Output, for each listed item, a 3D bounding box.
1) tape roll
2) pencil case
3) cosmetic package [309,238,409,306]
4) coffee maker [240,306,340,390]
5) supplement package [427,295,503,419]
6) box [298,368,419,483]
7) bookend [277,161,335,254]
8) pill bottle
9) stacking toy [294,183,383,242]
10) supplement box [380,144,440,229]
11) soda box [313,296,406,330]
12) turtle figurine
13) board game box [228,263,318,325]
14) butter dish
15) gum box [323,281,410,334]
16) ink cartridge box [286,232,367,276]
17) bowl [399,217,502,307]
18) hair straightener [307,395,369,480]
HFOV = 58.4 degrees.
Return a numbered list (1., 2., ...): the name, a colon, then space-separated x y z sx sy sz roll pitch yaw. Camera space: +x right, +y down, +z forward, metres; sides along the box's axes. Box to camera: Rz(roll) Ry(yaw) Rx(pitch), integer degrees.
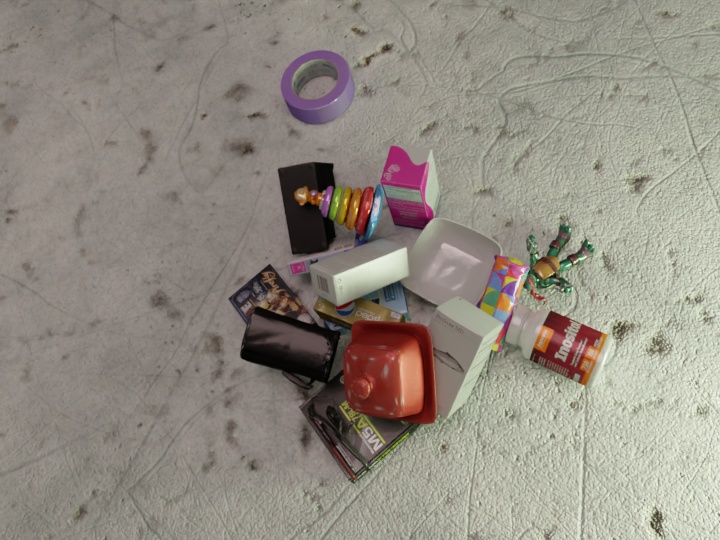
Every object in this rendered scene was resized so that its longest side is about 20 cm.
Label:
1. tape roll: -0.118 -0.506 1.776 0.196 0.066 0.204 -5 64 10
2. pencil case: 0.289 0.069 1.363 0.087 0.088 0.204 24 101 22
3. cosmetic package: 0.000 0.000 1.398 0.197 0.073 0.101 -22 25 -29
4. coffee maker: -0.148 0.151 1.380 0.196 0.193 0.137 15 59 2
5. supplement package: 0.186 0.175 1.312 0.116 0.117 0.203 30 115 24
6. box: -0.003 0.312 1.386 0.192 0.048 0.201 -37 63 -7
7. bookend: -0.114 -0.156 1.572 0.090 0.200 0.203 -8 97 12
8. pill bottle: 0.406 0.150 1.331 0.197 0.113 0.114 24 72 21
9. stacking toy: -0.052 -0.149 1.438 0.196 0.110 0.118 15 73 -3
10. supplement box: 0.121 -0.190 1.501 0.101 0.201 0.103 11 67 17
11. soda box: -0.001 0.101 1.421 0.197 0.068 0.065 21 72 19
12. turtle figurine: 0.413 -0.013 1.412 0.199 0.101 0.150 -36 77 -22
13. board game box: -0.209 0.099 1.536 0.135 0.035 0.200 -40 64 -6
14. butter dish: 0.035 0.211 1.263 0.196 0.147 0.205 0 98 36
15. gum box: 0.003 0.049 1.505 0.196 0.045 0.173 -14 64 6
16. ink cartridge box: -0.072 -0.042 1.530 0.196 0.043 0.120 -16 18 7
17. bowl: 0.208 -0.001 1.466 0.198 0.075 0.202 26 74 23
18. hair straightener: -0.042 0.334 1.345 0.077 0.041 0.200 -40 59 -5
